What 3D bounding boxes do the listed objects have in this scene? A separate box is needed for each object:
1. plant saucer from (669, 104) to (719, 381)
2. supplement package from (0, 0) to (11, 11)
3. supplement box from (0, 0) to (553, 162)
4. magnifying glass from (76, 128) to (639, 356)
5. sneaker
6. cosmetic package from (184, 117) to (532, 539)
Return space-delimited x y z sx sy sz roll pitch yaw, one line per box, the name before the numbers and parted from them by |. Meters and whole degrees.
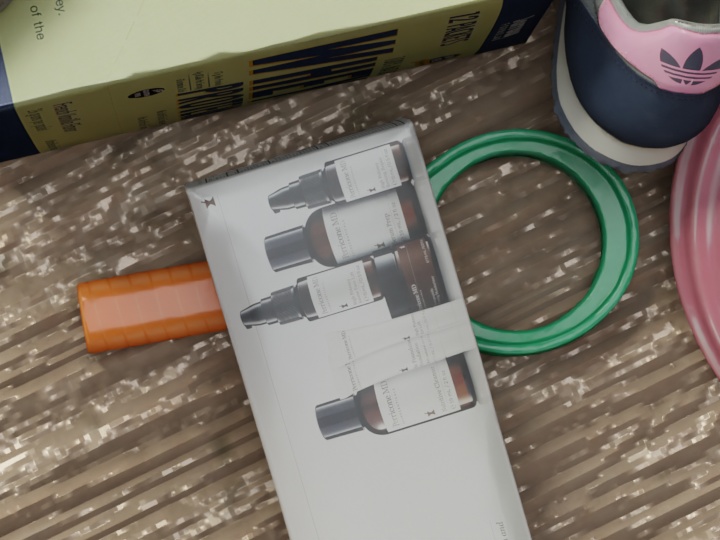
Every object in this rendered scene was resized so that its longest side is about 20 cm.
plant saucer | 0.204 -0.013 0.990 0.199 0.051 0.202 2 104 9
supplement package | -0.100 -0.173 0.851 0.117 0.117 0.200 45 85 1
supplement box | -0.054 -0.158 0.978 0.199 0.134 0.201 -13 87 -3
magnifying glass | 0.000 0.000 1.029 0.199 0.022 0.080 -10 87 -5
sneaker | 0.100 -0.139 0.991 0.070 0.082 0.201 1 67 -17
cosmetic package | 0.006 0.056 0.995 0.082 0.051 0.201 -17 95 -1
